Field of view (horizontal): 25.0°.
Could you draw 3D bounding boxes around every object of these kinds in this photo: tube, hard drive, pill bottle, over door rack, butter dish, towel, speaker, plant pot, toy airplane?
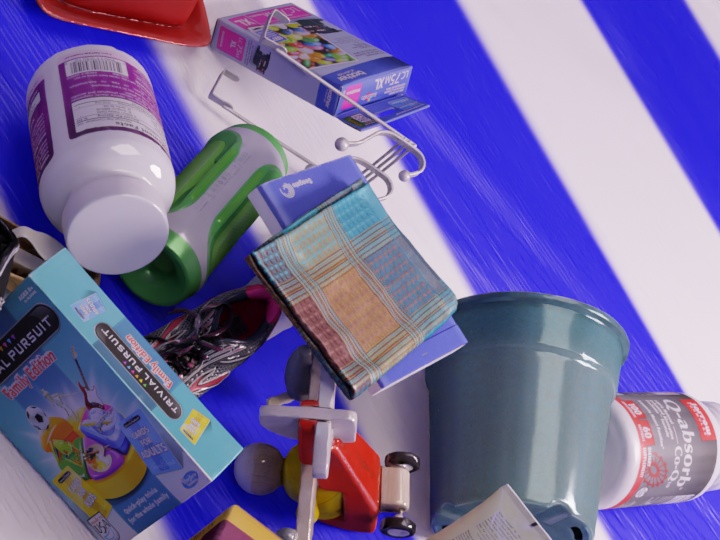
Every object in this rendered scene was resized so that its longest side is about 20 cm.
[{"bbox_3d":[0.082,0.242,1.355,0.058,0.200,0.052,19,52,-31],"label":"tube"},{"bbox_3d":[0.000,0.000,1.410,0.132,0.025,0.200,-23,79,-51],"label":"hard drive"},{"bbox_3d":[0.296,0.181,1.658,0.200,0.116,0.116,2,60,-41],"label":"pill bottle"},{"bbox_3d":[-0.052,-0.130,1.536,0.200,0.148,0.067,43,59,-8],"label":"over door rack"},{"bbox_3d":[-0.215,-0.091,1.355,0.112,0.112,0.200,20,32,-31],"label":"pill bottle"},{"bbox_3d":[-0.212,-0.334,1.544,0.199,0.148,0.200,6,59,-39],"label":"butter dish"},{"bbox_3d":[-0.002,0.010,1.349,0.147,0.022,0.200,53,33,1],"label":"towel"},{"bbox_3d":[-0.139,-0.053,1.455,0.088,0.088,0.200,45,41,-8],"label":"speaker"},{"bbox_3d":[0.144,0.151,1.499,0.200,0.200,0.196,25,55,-27],"label":"plant pot"},{"bbox_3d":[-0.045,0.158,1.347,0.200,0.141,0.199,-42,123,-66],"label":"toy airplane"}]

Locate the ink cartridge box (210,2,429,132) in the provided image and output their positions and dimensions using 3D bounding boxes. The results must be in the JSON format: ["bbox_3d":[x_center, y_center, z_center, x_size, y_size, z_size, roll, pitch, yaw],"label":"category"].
[{"bbox_3d":[-0.037,-0.206,1.623,0.200,0.042,0.119,34,34,26],"label":"ink cartridge box"}]

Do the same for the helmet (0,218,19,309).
[{"bbox_3d":[-0.349,0.021,1.132,0.200,0.191,0.200,34,5,-3],"label":"helmet"}]

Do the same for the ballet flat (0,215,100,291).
[{"bbox_3d":[-0.298,-0.029,1.310,0.200,0.063,0.069,29,47,-24],"label":"ballet flat"}]

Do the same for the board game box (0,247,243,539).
[{"bbox_3d":[-0.206,0.103,1.231,0.200,0.151,0.047,48,41,-3],"label":"board game box"}]

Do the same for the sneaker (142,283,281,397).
[{"bbox_3d":[-0.149,0.070,1.353,0.081,0.075,0.200,51,54,-2],"label":"sneaker"}]

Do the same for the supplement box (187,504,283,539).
[{"bbox_3d":[-0.123,0.293,1.187,0.103,0.131,0.200,39,42,-12],"label":"supplement box"}]

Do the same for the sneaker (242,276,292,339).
[{"bbox_3d":[-0.030,-0.008,1.500,0.074,0.116,0.200,50,39,1],"label":"sneaker"}]
